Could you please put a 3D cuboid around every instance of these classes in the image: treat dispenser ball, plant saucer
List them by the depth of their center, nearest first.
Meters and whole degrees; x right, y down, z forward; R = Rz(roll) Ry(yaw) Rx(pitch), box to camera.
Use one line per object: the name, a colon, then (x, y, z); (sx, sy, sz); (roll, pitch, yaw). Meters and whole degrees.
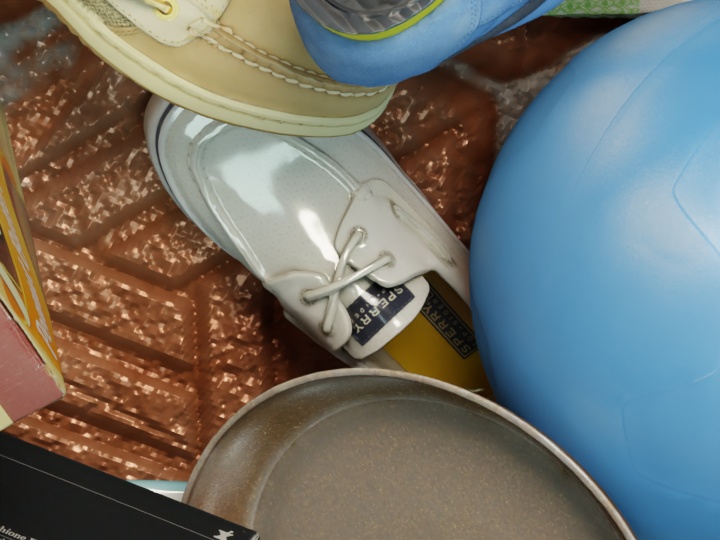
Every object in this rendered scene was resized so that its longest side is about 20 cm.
plant saucer: (0.025, 0.124, 0.747); (0.200, 0.032, 0.201); (11, 113, 28)
treat dispenser ball: (0.138, 0.003, 0.753); (0.200, 0.201, 0.201); (-6, 121, -11)

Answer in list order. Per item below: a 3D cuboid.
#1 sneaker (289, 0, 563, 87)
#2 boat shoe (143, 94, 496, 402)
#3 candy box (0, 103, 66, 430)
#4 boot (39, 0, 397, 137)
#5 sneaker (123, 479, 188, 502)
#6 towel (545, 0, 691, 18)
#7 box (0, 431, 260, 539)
sneaker: (0.064, -0.126, 0.648); (0.200, 0.066, 0.078); (-36, 161, 1)
boat shoe: (0.000, 0.000, 0.793); (0.071, 0.070, 0.200); (-40, 121, 10)
candy box: (-0.150, -0.042, 0.655); (0.055, 0.200, 0.116); (-28, 122, 2)
boot: (-0.046, -0.136, 0.659); (0.200, 0.073, 0.155); (32, 136, -12)
sneaker: (-0.047, 0.153, 0.833); (0.199, 0.080, 0.131); (11, 78, -19)
towel: (0.060, -0.161, 0.746); (0.199, 0.031, 0.150); (-2, 117, -11)
box: (-0.156, 0.116, 0.730); (0.199, 0.141, 0.079); (20, 119, 13)
